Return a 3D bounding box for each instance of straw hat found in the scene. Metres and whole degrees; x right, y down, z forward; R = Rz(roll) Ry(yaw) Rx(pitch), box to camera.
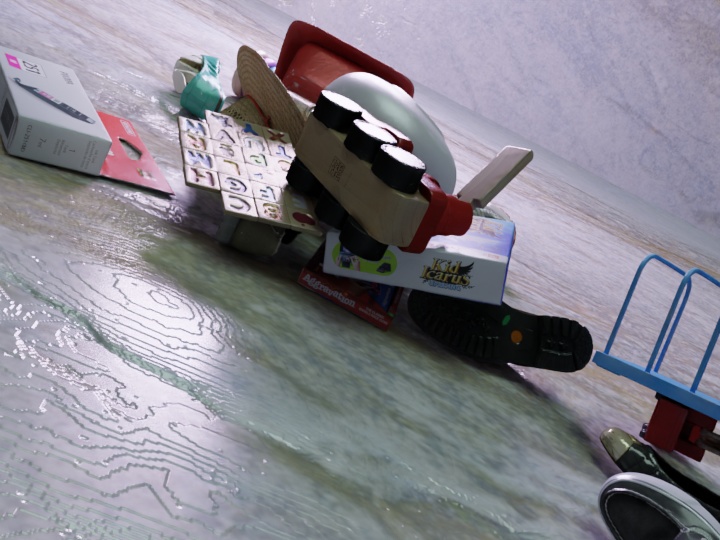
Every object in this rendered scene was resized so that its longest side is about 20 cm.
[{"bbox_3d":[-0.133,-0.159,1.032,0.084,0.203,0.201,-29,47,-18],"label":"straw hat"}]

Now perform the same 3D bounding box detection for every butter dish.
[{"bbox_3d":[-0.053,-0.195,1.155,0.197,0.202,0.149,28,41,2],"label":"butter dish"}]

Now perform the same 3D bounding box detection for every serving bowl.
[{"bbox_3d":[0.048,-0.164,1.010,0.200,0.066,0.200,46,3,-3],"label":"serving bowl"}]

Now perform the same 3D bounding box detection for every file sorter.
[{"bbox_3d":[0.352,0.079,0.805,0.198,0.125,0.138,25,3,44],"label":"file sorter"}]

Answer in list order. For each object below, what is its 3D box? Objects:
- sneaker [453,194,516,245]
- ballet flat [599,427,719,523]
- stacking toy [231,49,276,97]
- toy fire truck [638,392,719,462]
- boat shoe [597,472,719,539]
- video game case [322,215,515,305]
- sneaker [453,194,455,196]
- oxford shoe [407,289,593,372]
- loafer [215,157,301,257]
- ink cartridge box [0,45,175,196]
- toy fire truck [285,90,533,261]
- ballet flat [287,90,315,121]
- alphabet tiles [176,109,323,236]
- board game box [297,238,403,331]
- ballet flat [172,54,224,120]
[{"bbox_3d":[0.130,-0.072,1.230,0.197,0.079,0.082,25,21,22],"label":"sneaker"},{"bbox_3d":[0.310,0.202,0.780,0.198,0.058,0.066,34,19,16],"label":"ballet flat"},{"bbox_3d":[-0.111,-0.270,1.379,0.199,0.086,0.085,37,20,14],"label":"stacking toy"},{"bbox_3d":[0.351,0.171,0.842,0.139,0.050,0.199,24,3,21],"label":"toy fire truck"},{"bbox_3d":[0.243,0.229,0.614,0.066,0.070,0.201,6,36,-51],"label":"boat shoe"},{"bbox_3d":[0.071,-0.027,0.906,0.177,0.046,0.200,11,16,10],"label":"video game case"},{"bbox_3d":[0.098,-0.042,1.107,0.090,0.079,0.198,46,30,24],"label":"sneaker"},{"bbox_3d":[0.137,0.065,0.903,0.196,0.074,0.084,20,-8,-7],"label":"oxford shoe"},{"bbox_3d":[-0.083,-0.059,0.891,0.069,0.076,0.200,32,29,2],"label":"loafer"},{"bbox_3d":[-0.289,-0.158,0.887,0.171,0.044,0.200,12,25,-37],"label":"ink cartridge box"},{"bbox_3d":[0.055,-0.098,0.843,0.197,0.130,0.176,8,28,-40],"label":"toy fire truck"},{"bbox_3d":[-0.027,-0.147,1.058,0.201,0.067,0.068,53,45,-14],"label":"ballet flat"},{"bbox_3d":[-0.101,-0.102,0.859,0.163,0.006,0.201,13,32,-25],"label":"alphabet tiles"},{"bbox_3d":[0.000,0.000,0.925,0.102,0.020,0.200,27,19,0],"label":"board game box"},{"bbox_3d":[-0.235,-0.276,1.226,0.070,0.068,0.201,28,19,-24],"label":"ballet flat"}]
